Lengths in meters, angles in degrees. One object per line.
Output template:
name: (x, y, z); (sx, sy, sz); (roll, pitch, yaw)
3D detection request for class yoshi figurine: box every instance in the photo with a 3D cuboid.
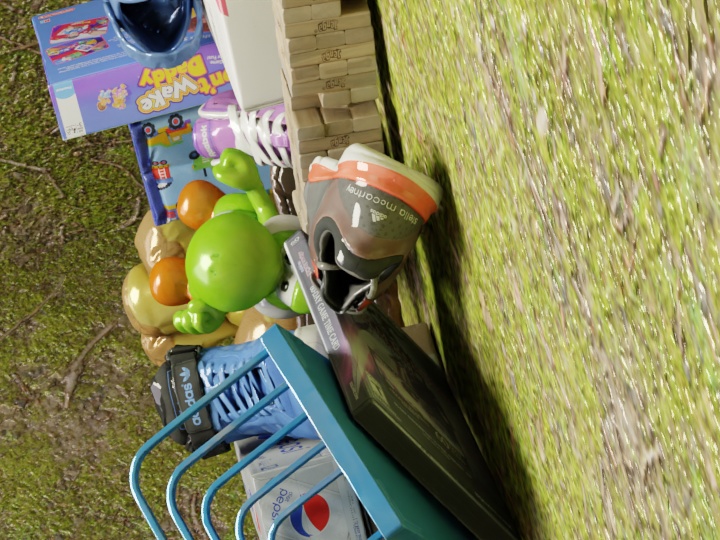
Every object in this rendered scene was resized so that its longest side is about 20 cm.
yoshi figurine: (-0.086, -0.012, 1.604); (0.200, 0.112, 0.113); (13, 131, 65)

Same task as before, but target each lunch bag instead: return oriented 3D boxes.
lunch bag: (-0.108, -0.142, 1.873); (0.200, 0.150, 0.095); (-111, 8, -52)

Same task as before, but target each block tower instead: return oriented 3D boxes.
block tower: (-0.019, -0.112, 1.485); (0.054, 0.057, 0.201); (-108, 11, -52)

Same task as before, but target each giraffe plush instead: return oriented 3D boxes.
giraffe plush: (-0.063, 0.027, 1.894); (0.162, 0.199, 0.173); (50, 166, 34)

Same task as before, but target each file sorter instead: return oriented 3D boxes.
file sorter: (-0.020, 0.144, 1.391); (0.139, 0.122, 0.200); (56, -172, 27)

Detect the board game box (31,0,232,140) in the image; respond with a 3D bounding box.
board game box: (-0.132, -0.165, 1.801); (0.135, 0.199, 0.045); (-113, 10, -60)

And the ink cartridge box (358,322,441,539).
ink cartridge box: (0.032, 0.154, 1.619); (0.165, 0.075, 0.201); (97, 159, -72)

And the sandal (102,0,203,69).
sandal: (-0.148, -0.187, 1.708); (0.200, 0.079, 0.088); (-116, 9, -77)

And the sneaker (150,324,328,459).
sneaker: (-0.074, 0.079, 1.554); (0.200, 0.110, 0.077); (-177, 74, -83)

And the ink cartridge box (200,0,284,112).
ink cartridge box: (-0.069, -0.213, 1.643); (0.200, 0.082, 0.147); (-114, 11, -64)

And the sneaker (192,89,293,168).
sneaker: (-0.051, -0.085, 1.648); (0.200, 0.114, 0.073); (-130, 27, -75)

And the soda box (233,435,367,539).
soda box: (-0.041, 0.142, 1.611); (0.200, 0.063, 0.069); (-151, 47, -83)

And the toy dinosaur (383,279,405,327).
toy dinosaur: (0.000, 0.000, 1.624); (0.200, 0.060, 0.107); (-143, 40, -81)

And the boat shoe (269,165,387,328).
boat shoe: (-0.011, 0.001, 1.777); (0.076, 0.071, 0.201); (-31, -69, -78)

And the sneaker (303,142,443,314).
sneaker: (-0.008, -0.016, 1.413); (0.200, 0.077, 0.082); (115, 180, -81)

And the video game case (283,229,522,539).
video game case: (0.023, 0.070, 1.439); (0.143, 0.019, 0.200); (45, -169, -29)
